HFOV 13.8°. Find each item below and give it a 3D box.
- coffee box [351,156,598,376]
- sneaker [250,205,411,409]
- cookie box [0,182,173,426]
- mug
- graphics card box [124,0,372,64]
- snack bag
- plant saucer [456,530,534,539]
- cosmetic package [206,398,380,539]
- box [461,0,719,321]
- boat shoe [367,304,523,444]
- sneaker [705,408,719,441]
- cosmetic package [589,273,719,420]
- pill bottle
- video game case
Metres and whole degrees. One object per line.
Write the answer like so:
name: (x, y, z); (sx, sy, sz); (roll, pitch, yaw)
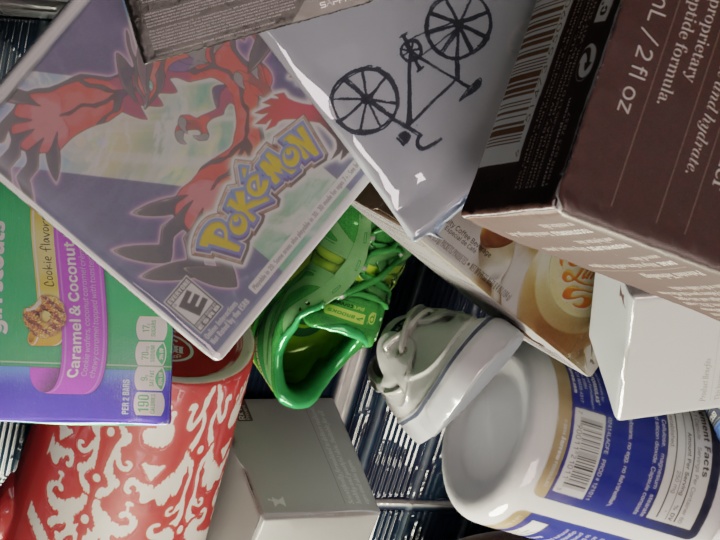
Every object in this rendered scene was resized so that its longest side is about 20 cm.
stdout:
coffee box: (0.085, -0.040, 1.671); (0.115, 0.080, 0.200); (-55, 135, -4)
sneaker: (0.000, 0.000, 1.725); (0.074, 0.084, 0.200); (13, 124, -24)
cookie box: (-0.199, -0.007, 1.604); (0.199, 0.075, 0.172); (2, 94, -4)
mug: (-0.155, 0.112, 1.753); (0.177, 0.133, 0.200); (-9, 133, -36)
graphics card box: (-0.076, -0.215, 1.483); (0.125, 0.051, 0.201); (-16, 104, 0)
snack bag: (0.045, -0.146, 1.557); (0.188, 0.021, 0.200); (-38, 102, -4)
plant saucer: (0.105, 0.218, 1.956); (0.199, 0.032, 0.200); (-2, 146, -1)
cosmetic package: (-0.064, 0.183, 1.859); (0.090, 0.107, 0.200); (2, 133, -26)
box: (0.183, -0.070, 1.487); (0.199, 0.164, 0.166); (20, 84, -13)
boat shoe: (0.039, 0.055, 1.737); (0.074, 0.065, 0.200); (-46, 178, -19)
sneaker: (0.268, 0.079, 1.756); (0.077, 0.200, 0.085); (-19, 102, -24)
cosmetic package: (0.232, 0.014, 1.642); (0.199, 0.071, 0.102); (-7, 136, -9)
pill bottle: (0.160, 0.122, 1.854); (0.200, 0.116, 0.116); (18, 125, -27)
video game case: (-0.080, -0.086, 1.562); (0.182, 0.023, 0.200); (40, 86, -8)
